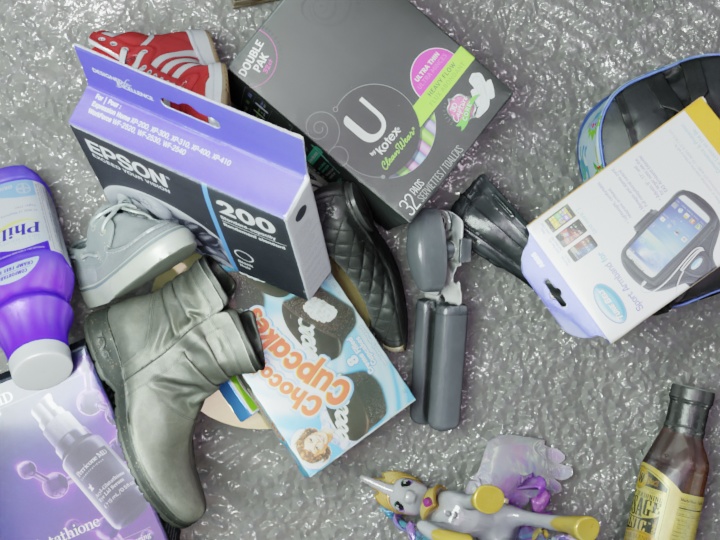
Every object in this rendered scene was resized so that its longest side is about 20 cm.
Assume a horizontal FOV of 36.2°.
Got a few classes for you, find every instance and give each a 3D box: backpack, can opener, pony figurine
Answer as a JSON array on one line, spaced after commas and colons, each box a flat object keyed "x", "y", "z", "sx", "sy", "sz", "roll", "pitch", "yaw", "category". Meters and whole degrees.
[{"x": 0.288, "y": -0.079, "z": 0.987, "sx": 0.182, "sy": 0.147, "sz": 0.201, "roll": -18, "pitch": 90, "yaw": -2, "category": "backpack"}, {"x": 0.060, "y": 0.044, "z": 0.987, "sx": 0.066, "sy": 0.053, "sz": 0.202, "roll": -1, "pitch": 98, "yaw": -38, "category": "can opener"}, {"x": 0.114, "y": 0.218, "z": 0.962, "sx": 0.192, "sy": 0.200, "sz": 0.168, "roll": 20, "pitch": 80, "yaw": -23, "category": "pony figurine"}]

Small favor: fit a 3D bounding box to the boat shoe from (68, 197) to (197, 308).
[{"x": -0.198, "y": -0.019, "z": 0.897, "sx": 0.070, "sy": 0.200, "sz": 0.072, "roll": -31, "pitch": 96, "yaw": -30, "category": "boat shoe"}]

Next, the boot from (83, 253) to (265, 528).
[{"x": -0.134, "y": 0.098, "z": 0.893, "sx": 0.130, "sy": 0.068, "sz": 0.201, "roll": -23, "pitch": 86, "yaw": 9, "category": "boot"}]

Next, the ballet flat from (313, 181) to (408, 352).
[{"x": 0.000, "y": 0.000, "z": 0.959, "sx": 0.056, "sy": 0.067, "sz": 0.201, "roll": -16, "pitch": 131, "yaw": 12, "category": "ballet flat"}]

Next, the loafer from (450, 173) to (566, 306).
[{"x": 0.173, "y": -0.013, "z": 1.012, "sx": 0.200, "sy": 0.068, "sz": 0.071, "roll": 34, "pitch": 95, "yaw": -3, "category": "loafer"}]

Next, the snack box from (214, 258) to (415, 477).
[{"x": -0.055, "y": 0.063, "z": 0.953, "sx": 0.116, "sy": 0.037, "sz": 0.201, "roll": -34, "pitch": 89, "yaw": -16, "category": "snack box"}]

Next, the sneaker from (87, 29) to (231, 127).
[{"x": -0.168, "y": -0.147, "z": 0.902, "sx": 0.112, "sy": 0.200, "sz": 0.072, "roll": -4, "pitch": 118, "yaw": -15, "category": "sneaker"}]

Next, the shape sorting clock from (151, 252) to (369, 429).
[{"x": -0.090, "y": 0.041, "z": 0.989, "sx": 0.198, "sy": 0.039, "sz": 0.202, "roll": 2, "pitch": 80, "yaw": -13, "category": "shape sorting clock"}]

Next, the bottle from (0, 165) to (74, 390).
[{"x": -0.278, "y": 0.005, "z": 0.900, "sx": 0.083, "sy": 0.065, "sz": 0.201, "roll": -21, "pitch": 55, "yaw": -5, "category": "bottle"}]

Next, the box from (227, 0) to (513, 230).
[{"x": 0.001, "y": -0.155, "z": 0.960, "sx": 0.200, "sy": 0.124, "sz": 0.149, "roll": 40, "pitch": 84, "yaw": -5, "category": "box"}]

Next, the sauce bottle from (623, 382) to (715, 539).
[{"x": 0.290, "y": 0.207, "z": 1.033, "sx": 0.065, "sy": 0.066, "sz": 0.202, "roll": 13, "pitch": 86, "yaw": -8, "category": "sauce bottle"}]

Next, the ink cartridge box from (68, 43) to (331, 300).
[{"x": -0.125, "y": -0.068, "z": 0.851, "sx": 0.197, "sy": 0.200, "sz": 0.044, "roll": 23, "pitch": 66, "yaw": 16, "category": "ink cartridge box"}]

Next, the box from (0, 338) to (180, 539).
[{"x": -0.257, "y": 0.176, "z": 0.935, "sx": 0.147, "sy": 0.104, "sz": 0.201, "roll": -24, "pitch": 94, "yaw": -7, "category": "box"}]

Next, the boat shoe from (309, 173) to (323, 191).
[{"x": -0.125, "y": -0.098, "z": 0.963, "sx": 0.198, "sy": 0.075, "sz": 0.063, "roll": 14, "pitch": 69, "yaw": 2, "category": "boat shoe"}]

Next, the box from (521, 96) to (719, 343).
[{"x": 0.231, "y": -0.032, "z": 0.899, "sx": 0.199, "sy": 0.041, "sz": 0.119, "roll": -37, "pitch": 80, "yaw": 9, "category": "box"}]

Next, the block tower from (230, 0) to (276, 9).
[{"x": -0.082, "y": -0.267, "z": 0.909, "sx": 0.057, "sy": 0.200, "sz": 0.054, "roll": -14, "pitch": 92, "yaw": -8, "category": "block tower"}]
